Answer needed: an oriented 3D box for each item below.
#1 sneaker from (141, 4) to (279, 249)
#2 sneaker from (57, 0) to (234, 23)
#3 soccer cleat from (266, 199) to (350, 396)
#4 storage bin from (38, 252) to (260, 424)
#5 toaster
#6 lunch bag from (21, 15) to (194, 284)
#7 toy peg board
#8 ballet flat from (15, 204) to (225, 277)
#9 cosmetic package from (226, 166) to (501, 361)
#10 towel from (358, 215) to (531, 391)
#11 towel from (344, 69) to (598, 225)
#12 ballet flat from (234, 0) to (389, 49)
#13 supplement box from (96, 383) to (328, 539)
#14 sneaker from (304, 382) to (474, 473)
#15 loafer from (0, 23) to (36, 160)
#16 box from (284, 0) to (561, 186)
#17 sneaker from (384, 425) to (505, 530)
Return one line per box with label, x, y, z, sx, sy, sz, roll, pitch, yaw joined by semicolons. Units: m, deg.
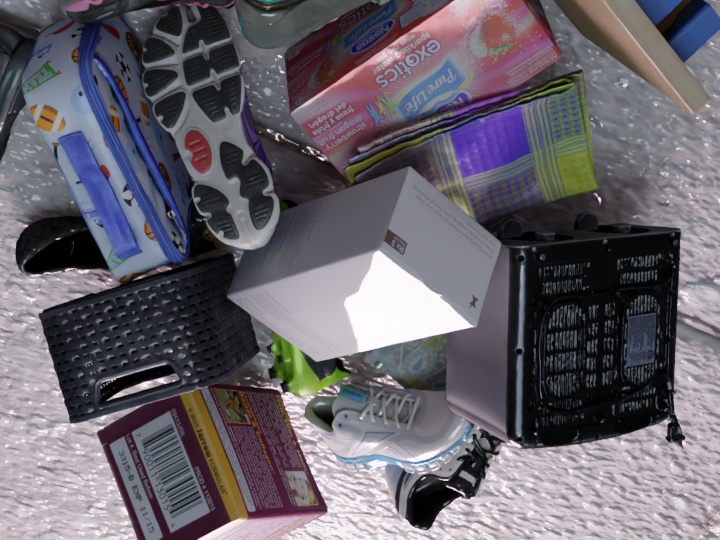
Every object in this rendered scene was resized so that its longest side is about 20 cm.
sneaker;-0.116;-0.112;1.169;0.080;0.083;0.202;-16;88;4
sneaker;-0.129;-0.225;1.112;0.198;0.079;0.096;-24;141;-2
soccer cleat;-0.047;0.021;1.319;0.080;0.068;0.202;-18;125;-23
storage bin;-0.171;0.052;1.227;0.134;0.200;0.095;-16;94;6
toaster;0.176;0.056;1.255;0.179;0.118;0.203;-6;103;-28
lunch bag;-0.190;-0.095;1.150;0.075;0.161;0.201;-19;121;8
toy peg board;0.181;-0.243;1.072;0.098;0.199;0.200;-44;120;6
ballet flat;-0.198;-0.022;1.268;0.197;0.057;0.067;-9;127;1
cosmetic package;0.000;0.000;1.162;0.113;0.082;0.199;38;146;-30
towel;0.119;0.058;1.368;0.199;0.048;0.171;-38;124;20
towel;0.092;-0.078;1.176;0.198;0.023;0.144;-19;142;0
ballet flat;-0.006;-0.225;1.122;0.198;0.068;0.064;-24;149;-17
supplement box;-0.129;0.182;1.322;0.103;0.132;0.200;-30;163;16
sneaker;0.020;0.137;1.354;0.199;0.075;0.087;-17;130;45
loafer;-0.320;-0.112;1.195;0.063;0.072;0.201;31;112;-3
box;0.046;-0.169;1.159;0.199;0.103;0.095;-33;123;16
sneaker;0.106;0.167;1.365;0.075;0.088;0.200;31;116;-26
